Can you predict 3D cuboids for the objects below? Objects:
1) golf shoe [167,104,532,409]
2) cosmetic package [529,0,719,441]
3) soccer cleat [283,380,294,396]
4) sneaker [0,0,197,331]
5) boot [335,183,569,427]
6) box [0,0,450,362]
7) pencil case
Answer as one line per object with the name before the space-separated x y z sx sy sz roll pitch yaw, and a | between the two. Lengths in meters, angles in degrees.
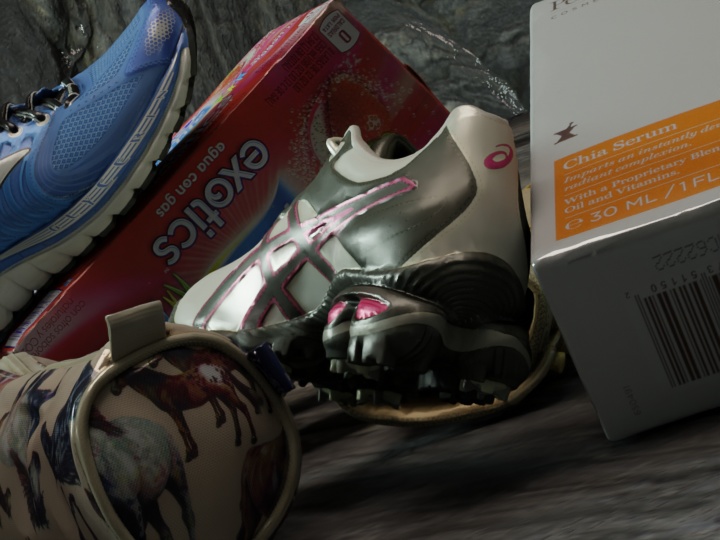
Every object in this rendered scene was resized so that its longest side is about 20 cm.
golf shoe | 0.000 0.000 0.882 0.077 0.089 0.200 14 -10 -29
cosmetic package | 0.114 -0.037 0.867 0.101 0.071 0.200 -20 25 13
soccer cleat | -0.075 0.051 1.192 0.200 0.069 0.085 -42 -32 -22
sneaker | -0.144 -0.039 1.040 0.200 0.089 0.079 -45 12 5
boot | 0.086 -0.004 0.997 0.199 0.073 0.155 -22 3 13
box | -0.054 -0.007 1.083 0.200 0.095 0.100 -49 12 -13
pencil case | -0.089 0.061 0.899 0.077 0.090 0.200 -8 -2 -24
